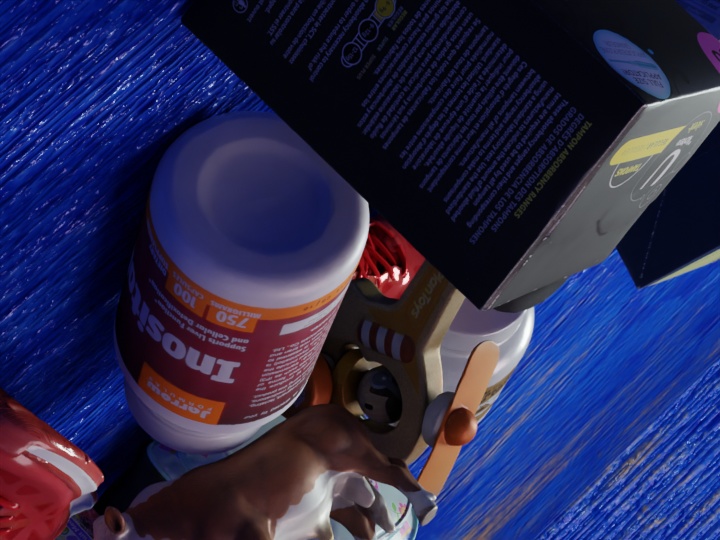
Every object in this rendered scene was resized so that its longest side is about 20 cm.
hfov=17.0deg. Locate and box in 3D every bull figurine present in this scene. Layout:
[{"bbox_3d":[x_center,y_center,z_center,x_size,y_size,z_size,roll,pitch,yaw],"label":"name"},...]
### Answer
[{"bbox_3d":[-0.054,0.142,1.341,0.200,0.121,0.065,-33,155,-37],"label":"bull figurine"}]

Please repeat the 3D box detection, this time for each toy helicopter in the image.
[{"bbox_3d":[0.035,0.045,1.414,0.079,0.132,0.200,-12,143,-42],"label":"toy helicopter"}]

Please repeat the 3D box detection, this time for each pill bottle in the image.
[{"bbox_3d":[0.060,0.038,1.687,0.114,0.114,0.200,-40,169,-20],"label":"pill bottle"},{"bbox_3d":[-0.069,0.015,1.275,0.113,0.113,0.200,-37,163,-31],"label":"pill bottle"}]

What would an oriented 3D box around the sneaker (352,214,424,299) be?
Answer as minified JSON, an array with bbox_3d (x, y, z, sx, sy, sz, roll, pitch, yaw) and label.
[{"bbox_3d":[0.000,0.000,1.512,0.200,0.078,0.116,-39,166,-30],"label":"sneaker"}]

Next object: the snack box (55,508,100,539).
[{"bbox_3d":[-0.245,0.240,1.522,0.142,0.053,0.200,-31,160,-48],"label":"snack box"}]

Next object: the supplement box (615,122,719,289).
[{"bbox_3d":[0.294,-0.097,1.854,0.200,0.135,0.200,-29,174,25],"label":"supplement box"}]

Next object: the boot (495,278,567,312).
[{"bbox_3d":[0.112,-0.041,1.447,0.165,0.066,0.200,-35,167,-36],"label":"boot"}]

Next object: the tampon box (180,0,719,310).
[{"bbox_3d":[0.052,-0.103,1.114,0.126,0.200,0.150,-52,165,25],"label":"tampon box"}]

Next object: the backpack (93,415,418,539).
[{"bbox_3d":[-0.055,0.156,1.590,0.153,0.176,0.200,-48,171,25],"label":"backpack"}]

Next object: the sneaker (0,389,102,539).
[{"bbox_3d":[-0.197,0.134,1.261,0.116,0.078,0.200,-51,166,-12],"label":"sneaker"}]

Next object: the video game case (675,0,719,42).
[{"bbox_3d":[0.149,-0.159,1.264,0.181,0.200,0.045,-44,133,-8],"label":"video game case"}]
